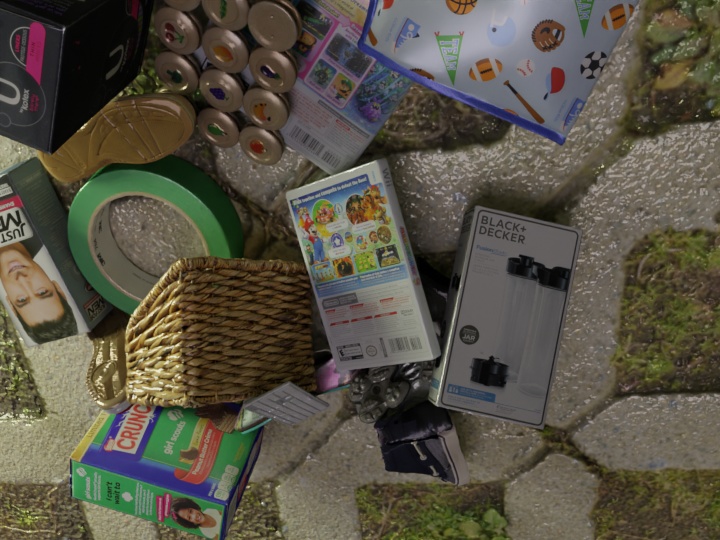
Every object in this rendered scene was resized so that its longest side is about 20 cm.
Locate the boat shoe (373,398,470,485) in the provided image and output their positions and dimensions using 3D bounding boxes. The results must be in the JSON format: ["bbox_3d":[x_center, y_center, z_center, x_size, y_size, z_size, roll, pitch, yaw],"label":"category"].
[{"bbox_3d":[0.072,0.211,1.010,0.091,0.076,0.201,-19,144,2],"label":"boat shoe"}]

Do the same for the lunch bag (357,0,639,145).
[{"bbox_3d":[0.113,-0.231,0.719,0.197,0.124,0.172,18,117,-10],"label":"lunch bag"}]

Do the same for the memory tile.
[{"bbox_3d":[-0.133,-0.194,0.829,0.151,0.017,0.201,23,140,5],"label":"memory tile"}]

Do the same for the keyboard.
[{"bbox_3d":[-0.078,0.151,0.955,0.055,0.011,0.200,-22,162,3],"label":"keyboard"}]

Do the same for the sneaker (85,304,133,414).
[{"bbox_3d":[-0.273,0.128,1.016,0.070,0.201,0.114,-26,123,-5],"label":"sneaker"}]

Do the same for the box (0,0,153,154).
[{"bbox_3d":[-0.274,-0.215,0.776,0.104,0.201,0.124,21,126,-1],"label":"box"}]

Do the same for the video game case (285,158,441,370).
[{"bbox_3d":[0.000,0.000,0.886,0.142,0.018,0.204,-12,96,44],"label":"video game case"}]

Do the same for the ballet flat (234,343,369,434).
[{"bbox_3d":[-0.082,0.132,1.044,0.198,0.069,0.072,-26,101,20],"label":"ballet flat"}]

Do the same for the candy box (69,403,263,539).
[{"bbox_3d":[-0.237,0.229,1.074,0.196,0.170,0.078,14,122,3],"label":"candy box"}]

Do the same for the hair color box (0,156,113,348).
[{"bbox_3d":[-0.384,-0.018,1.000,0.097,0.061,0.203,-14,112,21],"label":"hair color box"}]

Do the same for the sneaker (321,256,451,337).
[{"bbox_3d":[0.048,0.031,0.943,0.196,0.066,0.092,-3,97,21],"label":"sneaker"}]

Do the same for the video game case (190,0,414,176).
[{"bbox_3d":[-0.050,-0.211,0.836,0.198,0.024,0.183,34,123,-9],"label":"video game case"}]

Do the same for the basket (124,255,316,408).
[{"bbox_3d":[-0.158,0.066,0.942,0.141,0.198,0.152,-5,86,41],"label":"basket"}]

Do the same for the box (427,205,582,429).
[{"bbox_3d":[0.144,0.046,0.865,0.114,0.060,0.204,13,87,-2],"label":"box"}]

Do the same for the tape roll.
[{"bbox_3d":[-0.233,-0.034,0.977,0.196,0.048,0.204,6,123,9],"label":"tape roll"}]

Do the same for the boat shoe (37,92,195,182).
[{"bbox_3d":[-0.248,-0.151,0.886,0.197,0.070,0.074,-10,126,27],"label":"boat shoe"}]

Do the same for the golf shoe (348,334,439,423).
[{"bbox_3d":[0.084,0.117,0.998,0.198,0.079,0.097,-28,150,12],"label":"golf shoe"}]
